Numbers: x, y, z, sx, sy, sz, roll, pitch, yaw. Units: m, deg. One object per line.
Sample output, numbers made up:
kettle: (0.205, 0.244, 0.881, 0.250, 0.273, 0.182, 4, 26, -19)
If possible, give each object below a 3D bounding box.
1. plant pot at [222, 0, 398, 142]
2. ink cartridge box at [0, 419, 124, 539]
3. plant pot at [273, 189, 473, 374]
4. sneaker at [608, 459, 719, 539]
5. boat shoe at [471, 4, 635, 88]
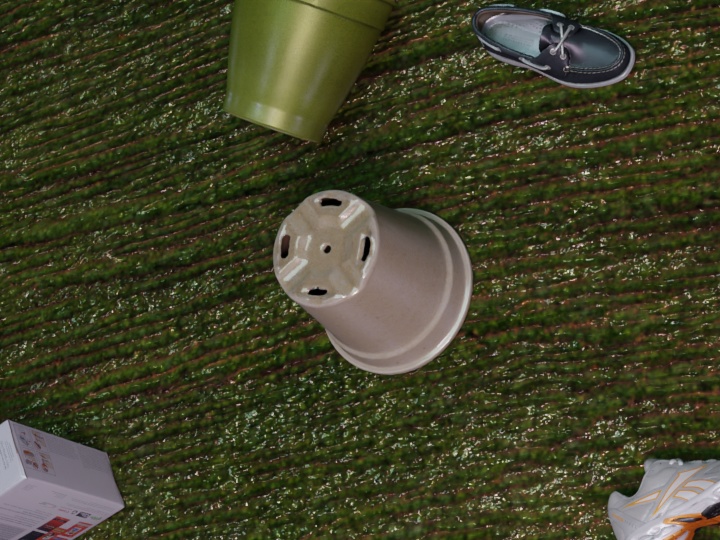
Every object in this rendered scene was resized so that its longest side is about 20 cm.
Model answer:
plant pot: (-0.079, -0.265, 2.027, 0.200, 0.200, 0.194, 23, 98, 32)
ink cartridge box: (-0.418, 0.277, 2.020, 0.175, 0.200, 0.084, -33, 61, 15)
plant pot: (0.000, 0.000, 1.889, 0.199, 0.183, 0.202, -9, 71, 26)
sneaker: (0.335, 0.216, 1.696, 0.199, 0.076, 0.092, -35, 57, 14)
boat shoe: (0.217, -0.260, 1.924, 0.199, 0.060, 0.076, 12, 80, 31)
